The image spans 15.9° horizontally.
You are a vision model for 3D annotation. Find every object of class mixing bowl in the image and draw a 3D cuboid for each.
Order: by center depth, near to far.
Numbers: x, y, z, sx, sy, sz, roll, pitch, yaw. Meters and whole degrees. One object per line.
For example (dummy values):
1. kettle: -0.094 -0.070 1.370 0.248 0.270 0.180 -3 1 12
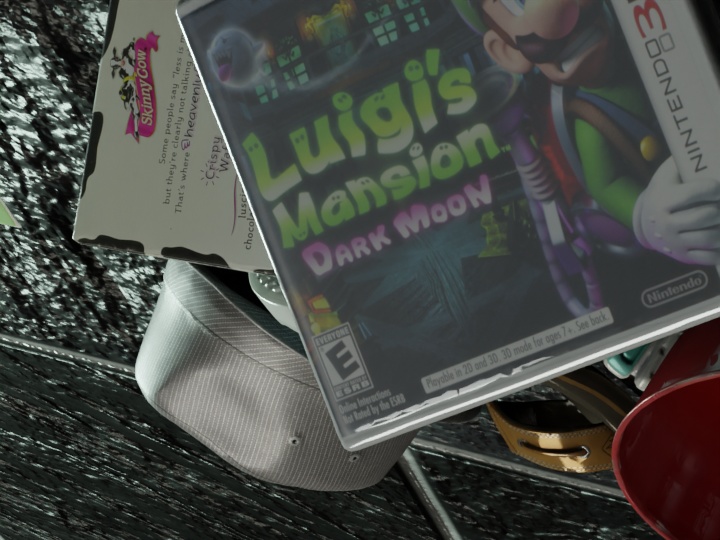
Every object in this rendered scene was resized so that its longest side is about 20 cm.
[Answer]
1. mixing bowl: 0.216 0.054 1.090 0.199 0.109 0.200 14 148 9

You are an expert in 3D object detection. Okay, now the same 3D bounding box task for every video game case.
1. video game case: 0.042 -0.049 0.917 0.200 0.182 0.023 -23 177 33

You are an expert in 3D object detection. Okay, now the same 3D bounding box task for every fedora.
1. fedora: -0.039 0.044 1.252 0.200 0.090 0.177 19 -162 -38

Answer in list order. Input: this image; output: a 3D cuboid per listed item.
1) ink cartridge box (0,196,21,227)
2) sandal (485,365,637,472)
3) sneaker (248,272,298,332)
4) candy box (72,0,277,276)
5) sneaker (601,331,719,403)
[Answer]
1. ink cartridge box: -0.255 -0.103 1.286 0.145 0.048 0.200 13 157 23
2. sandal: 0.100 0.072 1.198 0.200 0.055 0.082 35 -179 -21
3. sneaker: 0.000 0.000 1.140 0.082 0.074 0.200 53 -171 -15
4. candy box: -0.009 -0.062 1.013 0.199 0.137 0.061 10 180 30
5. sneaker: 0.175 0.047 1.207 0.200 0.078 0.091 34 174 -21
